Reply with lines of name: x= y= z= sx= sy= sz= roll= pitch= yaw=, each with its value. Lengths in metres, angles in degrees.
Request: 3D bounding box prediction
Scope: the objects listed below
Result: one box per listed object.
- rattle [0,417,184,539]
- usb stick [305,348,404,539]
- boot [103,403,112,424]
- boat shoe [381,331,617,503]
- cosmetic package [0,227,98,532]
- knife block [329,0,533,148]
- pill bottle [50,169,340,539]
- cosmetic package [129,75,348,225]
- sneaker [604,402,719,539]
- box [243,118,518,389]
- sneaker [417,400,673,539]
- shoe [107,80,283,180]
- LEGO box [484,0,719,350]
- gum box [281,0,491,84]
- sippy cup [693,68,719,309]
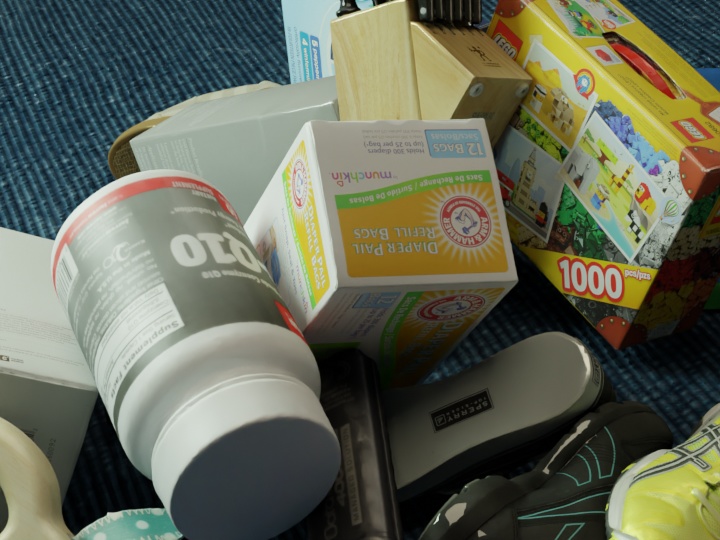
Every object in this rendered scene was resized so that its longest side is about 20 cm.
rattle: x=-0.196 y=0.133 z=1.029 sx=0.199 sy=0.143 sz=0.130 roll=21 pitch=68 yaw=19
usb stick: x=-0.005 y=0.125 z=1.076 sx=0.055 sy=0.033 sz=0.200 roll=-28 pitch=41 yaw=18
boot: x=-0.066 y=0.038 z=1.297 sx=0.199 sy=0.073 sz=0.182 roll=1 pitch=26 yaw=-2
boat shoe: x=0.050 y=0.099 z=1.144 sx=0.199 sy=0.064 sz=0.071 roll=-20 pitch=55 yaw=16
cosmetic package: x=-0.218 y=0.060 z=1.207 sx=0.085 sy=0.108 sz=0.200 roll=13 pitch=23 yaw=-17
knife block: x=0.019 y=-0.136 z=1.311 sx=0.064 sy=0.200 sz=0.176 roll=-3 pitch=40 yaw=-47
pill bottle: x=-0.089 y=0.046 z=1.099 sx=0.114 sy=0.114 sz=0.200 roll=-15 pitch=45 yaw=-18
cosmetic package: x=-0.053 y=-0.071 z=1.402 sx=0.199 sy=0.107 sz=0.090 roll=-6 pitch=21 yaw=37
sneaker: x=0.196 y=0.109 z=1.059 sx=0.076 sy=0.075 sz=0.200 roll=-34 pitch=5 yaw=43
box: x=0.000 y=0.000 z=1.171 sx=0.112 sy=0.200 sz=0.102 roll=-3 pitch=68 yaw=-19
sneaker: x=0.112 y=0.136 z=1.077 sx=0.079 sy=0.076 sz=0.200 roll=42 pitch=43 yaw=22
shoe: x=-0.109 y=-0.099 z=1.522 sx=0.200 sy=0.070 sz=0.053 roll=-13 pitch=20 yaw=38
LEGO box: x=0.155 y=-0.073 z=1.292 sx=0.077 sy=0.149 sz=0.200 roll=-13 pitch=48 yaw=-38
gum box: x=0.023 y=-0.117 z=1.462 sx=0.044 sy=0.170 sz=0.200 roll=-24 pitch=32 yaw=-31
sippy cup: x=0.233 y=-0.062 z=1.356 sx=0.177 sy=0.131 sz=0.140 roll=-10 pitch=26 yaw=-8
